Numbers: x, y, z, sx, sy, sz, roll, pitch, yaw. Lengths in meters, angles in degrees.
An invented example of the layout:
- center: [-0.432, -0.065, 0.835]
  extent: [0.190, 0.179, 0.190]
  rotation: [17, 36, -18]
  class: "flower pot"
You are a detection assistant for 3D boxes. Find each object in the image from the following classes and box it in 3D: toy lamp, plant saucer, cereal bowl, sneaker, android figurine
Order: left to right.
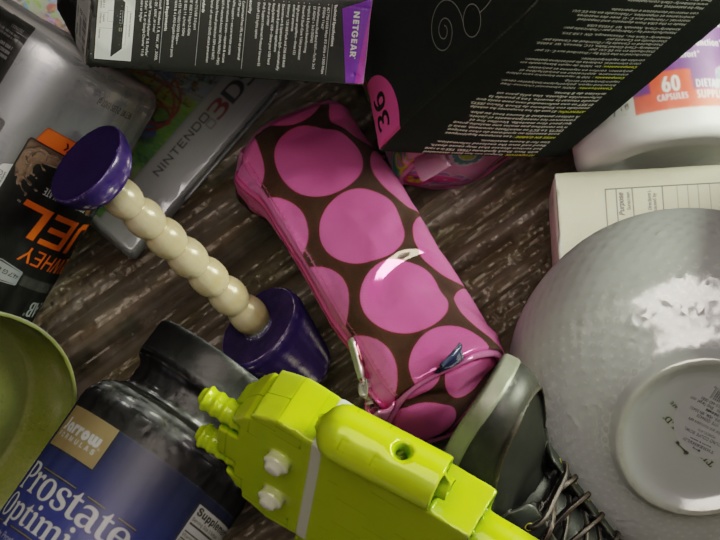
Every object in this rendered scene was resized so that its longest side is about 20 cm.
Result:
- center: [-0.250, 0.092, 1.403]
  extent: [0.199, 0.200, 0.031]
  rotation: [-34, 51, -7]
  class: "plant saucer"
- center: [-0.089, 0.001, 1.424]
  extent: [0.200, 0.058, 0.058]
  rotation: [44, 78, -32]
  class: "toy lamp"
- center: [0.001, 0.120, 1.336]
  extent: [0.199, 0.182, 0.041]
  rotation: [29, 63, 8]
  class: "android figurine"
- center: [0.102, 0.123, 1.351]
  extent: [0.106, 0.201, 0.075]
  rotation: [27, 61, 17]
  class: "sneaker"
- center: [0.179, 0.073, 1.390]
  extent: [0.198, 0.083, 0.202]
  rotation: [0, 114, 1]
  class: "cereal bowl"

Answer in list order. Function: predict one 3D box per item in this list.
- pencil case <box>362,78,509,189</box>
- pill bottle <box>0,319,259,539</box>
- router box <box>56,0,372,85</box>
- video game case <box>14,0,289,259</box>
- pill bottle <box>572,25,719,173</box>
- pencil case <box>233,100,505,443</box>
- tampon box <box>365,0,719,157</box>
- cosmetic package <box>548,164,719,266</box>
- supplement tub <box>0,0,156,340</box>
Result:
- center: [0.029, -0.144, 1.492]
  extent: [0.087, 0.087, 0.201]
  rotation: [-18, 77, -3]
  class: "pencil case"
- center: [-0.132, 0.133, 1.419]
  extent: [0.111, 0.112, 0.201]
  rotation: [33, 80, 8]
  class: "pill bottle"
- center: [-0.085, -0.145, 1.404]
  extent: [0.148, 0.200, 0.052]
  rotation: [4, 103, -12]
  class: "router box"
- center: [-0.151, -0.138, 1.527]
  extent: [0.200, 0.022, 0.182]
  rotation: [39, 81, 9]
  class: "video game case"
- center: [0.165, -0.158, 1.479]
  extent: [0.110, 0.111, 0.202]
  rotation: [-7, 77, 0]
  class: "pill bottle"
- center: [0.000, 0.000, 1.436]
  extent: [0.093, 0.091, 0.201]
  rotation: [-19, 59, -24]
  class: "pencil case"
- center: [0.092, -0.169, 1.367]
  extent: [0.125, 0.200, 0.151]
  rotation: [1, 66, -29]
  class: "tampon box"
- center: [0.208, -0.004, 1.463]
  extent: [0.198, 0.071, 0.106]
  rotation: [-1, 79, 1]
  class: "cosmetic package"
- center: [-0.212, -0.044, 1.442]
  extent: [0.122, 0.122, 0.201]
  rotation: [32, 94, 8]
  class: "supplement tub"
